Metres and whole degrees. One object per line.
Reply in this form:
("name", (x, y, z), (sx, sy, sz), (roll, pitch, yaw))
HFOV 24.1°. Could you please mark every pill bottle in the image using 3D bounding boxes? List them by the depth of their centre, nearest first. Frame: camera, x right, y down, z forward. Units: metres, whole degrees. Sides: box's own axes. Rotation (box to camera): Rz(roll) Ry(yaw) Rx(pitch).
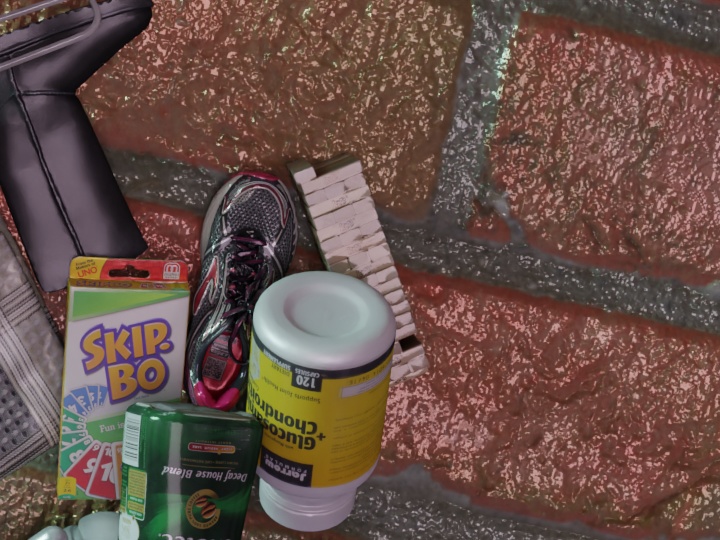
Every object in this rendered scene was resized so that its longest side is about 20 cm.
("pill bottle", (-0.035, 0.109, 1.343), (0.111, 0.112, 0.201), (-1, 127, -10))

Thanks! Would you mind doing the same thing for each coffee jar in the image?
("coffee jar", (-0.138, 0.204, 1.286), (0.104, 0.085, 0.201), (8, 89, -32))

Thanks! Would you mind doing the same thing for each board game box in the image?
("board game box", (-0.189, 0.088, 1.345), (0.095, 0.030, 0.201), (2, 106, -14))

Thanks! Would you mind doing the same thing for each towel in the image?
("towel", (-0.322, 0.076, 1.322), (0.192, 0.034, 0.201), (-32, 105, -24))

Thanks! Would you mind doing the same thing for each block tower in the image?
("block tower", (0.000, 0.000, 1.384), (0.058, 0.054, 0.201), (-22, 104, -6))

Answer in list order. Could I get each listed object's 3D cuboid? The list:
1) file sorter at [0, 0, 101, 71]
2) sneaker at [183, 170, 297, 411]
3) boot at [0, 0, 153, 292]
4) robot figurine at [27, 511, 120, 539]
("file sorter", (-0.273, -0.256, 1.199), (0.124, 0.139, 0.201), (-21, 144, -10))
("sneaker", (-0.094, 0.020, 1.361), (0.080, 0.075, 0.201), (10, 98, -12))
("boot", (-0.210, -0.101, 1.321), (0.164, 0.066, 0.201), (-18, 100, 3))
("robot figurine", (-0.233, 0.271, 1.364), (0.199, 0.113, 0.170), (-32, 135, -3))
